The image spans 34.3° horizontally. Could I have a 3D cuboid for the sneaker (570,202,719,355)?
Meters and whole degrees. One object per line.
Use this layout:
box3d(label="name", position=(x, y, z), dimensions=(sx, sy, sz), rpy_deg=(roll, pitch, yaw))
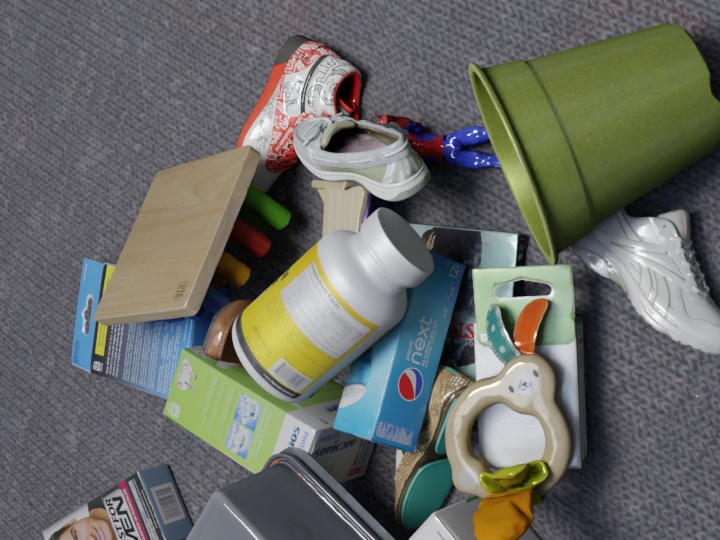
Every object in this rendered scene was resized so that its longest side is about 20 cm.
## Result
box3d(label="sneaker", position=(0.289, -0.005, 1.101), dimensions=(0.200, 0.078, 0.100), rpy_deg=(44, 109, 22))

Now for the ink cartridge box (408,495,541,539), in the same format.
box3d(label="ink cartridge box", position=(0.075, 0.330, 1.202), dimensions=(0.084, 0.144, 0.200), rpy_deg=(48, 114, 22))

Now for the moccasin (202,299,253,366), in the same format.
box3d(label="moccasin", position=(-0.104, 0.080, 1.276), dimensions=(0.077, 0.201, 0.074), rpy_deg=(25, 90, 24))

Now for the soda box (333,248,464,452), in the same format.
box3d(label="soda box", position=(0.040, 0.079, 1.200), dimensions=(0.068, 0.064, 0.202), rpy_deg=(6, 77, 52))

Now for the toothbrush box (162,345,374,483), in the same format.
box3d(label="toothbrush box", position=(-0.096, 0.159, 1.306), dimensions=(0.199, 0.145, 0.087), rpy_deg=(25, 105, 28))

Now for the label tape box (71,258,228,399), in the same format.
box3d(label="label tape box", position=(-0.267, 0.072, 1.461), dimensions=(0.199, 0.066, 0.145), rpy_deg=(13, 98, 34))

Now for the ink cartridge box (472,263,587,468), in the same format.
box3d(label="ink cartridge box", position=(0.171, 0.095, 1.172), dimensions=(0.103, 0.059, 0.202), rpy_deg=(-2, 92, 18))

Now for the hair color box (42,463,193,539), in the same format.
box3d(label="hair color box", position=(-0.313, 0.337, 1.498), dimensions=(0.199, 0.060, 0.100), rpy_deg=(-34, 74, 29))

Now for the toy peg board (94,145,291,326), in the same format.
box3d(label="toy peg board", position=(-0.180, -0.018, 1.322), dimensions=(0.199, 0.098, 0.201), rpy_deg=(-8, 55, 49))

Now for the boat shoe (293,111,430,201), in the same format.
box3d(label="boat shoe", position=(-0.006, -0.130, 1.201), dimensions=(0.202, 0.074, 0.065), rpy_deg=(32, 153, 50))

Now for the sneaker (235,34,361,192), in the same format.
box3d(label="sneaker", position=(-0.070, -0.157, 1.327), dimensions=(0.108, 0.067, 0.203), rpy_deg=(31, 105, 30))

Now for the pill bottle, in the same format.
box3d(label="pill bottle", position=(-0.025, 0.032, 1.151), dimensions=(0.200, 0.112, 0.112), rpy_deg=(-41, 71, 21))

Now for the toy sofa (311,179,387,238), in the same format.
box3d(label="toy sofa", position=(0.000, 0.000, 1.264), dimensions=(0.097, 0.082, 0.202), rpy_deg=(7, 95, 52))

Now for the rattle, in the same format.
box3d(label="rattle", position=(0.133, 0.133, 1.085), dimensions=(0.129, 0.142, 0.202), rpy_deg=(19, 105, 30))

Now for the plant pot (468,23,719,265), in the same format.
box3d(label="plant pot", position=(0.224, -0.133, 1.070), dimensions=(0.188, 0.200, 0.202), rpy_deg=(-22, 78, 4))

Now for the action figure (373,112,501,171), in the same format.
box3d(label="action figure", position=(0.092, -0.129, 1.211), dimensions=(0.198, 0.099, 0.066), rpy_deg=(1, 91, 35))

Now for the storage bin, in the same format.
box3d(label="storage bin", position=(-0.075, 0.288, 1.132), dimensions=(0.200, 0.134, 0.146), rpy_deg=(41, 112, 26))

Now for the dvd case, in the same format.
box3d(label="dvd case", position=(0.102, 0.054, 1.251), dimensions=(0.145, 0.022, 0.202), rpy_deg=(8, 97, 32))

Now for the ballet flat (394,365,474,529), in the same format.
box3d(label="ballet flat", position=(0.074, 0.184, 1.244), dimensions=(0.065, 0.070, 0.201), rpy_deg=(50, 129, 43))
